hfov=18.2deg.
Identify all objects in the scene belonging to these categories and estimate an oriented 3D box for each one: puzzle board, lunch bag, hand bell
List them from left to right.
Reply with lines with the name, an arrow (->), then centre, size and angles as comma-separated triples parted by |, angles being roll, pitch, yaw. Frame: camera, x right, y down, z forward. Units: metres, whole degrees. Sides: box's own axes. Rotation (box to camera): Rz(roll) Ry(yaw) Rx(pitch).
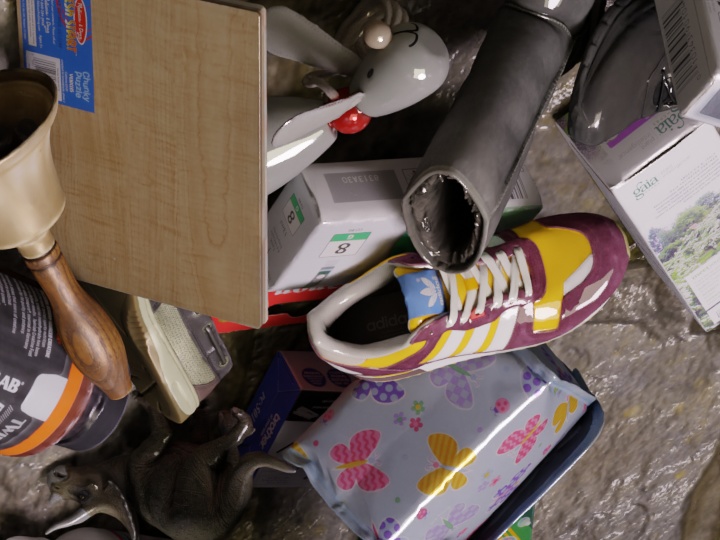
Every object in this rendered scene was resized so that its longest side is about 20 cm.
hand bell -> -0.177, -0.005, 1.274 | 0.104, 0.104, 0.200 | -29, 125, -4
puzzle board -> -0.119, -0.071, 1.249 | 0.017, 0.150, 0.201 | -49, 147, -51
lunch bag -> 0.068, 0.111, 1.488 | 0.170, 0.127, 0.200 | -46, 161, 3

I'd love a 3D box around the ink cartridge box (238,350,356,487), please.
ink cartridge box -> 0.016, 0.106, 1.584 | 0.199, 0.044, 0.094 | 3, 130, -35

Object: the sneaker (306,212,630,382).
sneaker -> 0.065, 0.016, 1.353 | 0.199, 0.075, 0.090 | -23, 165, 13

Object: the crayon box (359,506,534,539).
crayon box -> 0.064, 0.240, 1.742 | 0.125, 0.052, 0.200 | -17, 137, -17

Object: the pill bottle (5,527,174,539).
pill bottle -> -0.160, 0.237, 1.555 | 0.200, 0.109, 0.109 | 14, 122, -40

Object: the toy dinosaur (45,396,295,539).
toy dinosaur -> -0.109, 0.139, 1.474 | 0.077, 0.199, 0.103 | 21, 77, -54

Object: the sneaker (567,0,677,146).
sneaker -> 0.203, -0.137, 1.376 | 0.200, 0.091, 0.076 | -43, 156, -27

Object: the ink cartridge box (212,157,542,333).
ink cartridge box -> 0.000, 0.000, 1.418 | 0.160, 0.050, 0.200 | -6, 149, -30

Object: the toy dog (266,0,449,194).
toy dog -> -0.056, -0.096, 1.284 | 0.200, 0.132, 0.096 | -43, 126, 9

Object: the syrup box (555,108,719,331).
syrup box -> 0.215, -0.051, 1.526 | 0.079, 0.082, 0.200 | -37, 139, 3

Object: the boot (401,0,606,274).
boot -> 0.084, -0.123, 1.305 | 0.200, 0.072, 0.182 | -52, 149, -33

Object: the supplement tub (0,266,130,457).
supplement tub -> -0.229, 0.047, 1.327 | 0.107, 0.107, 0.200 | -47, 137, 17

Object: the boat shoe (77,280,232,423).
boat shoe -> -0.131, 0.004, 1.381 | 0.066, 0.072, 0.201 | -41, 133, -25

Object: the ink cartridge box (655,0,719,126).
ink cartridge box -> 0.261, -0.153, 1.330 | 0.199, 0.199, 0.043 | 14, 140, -26
